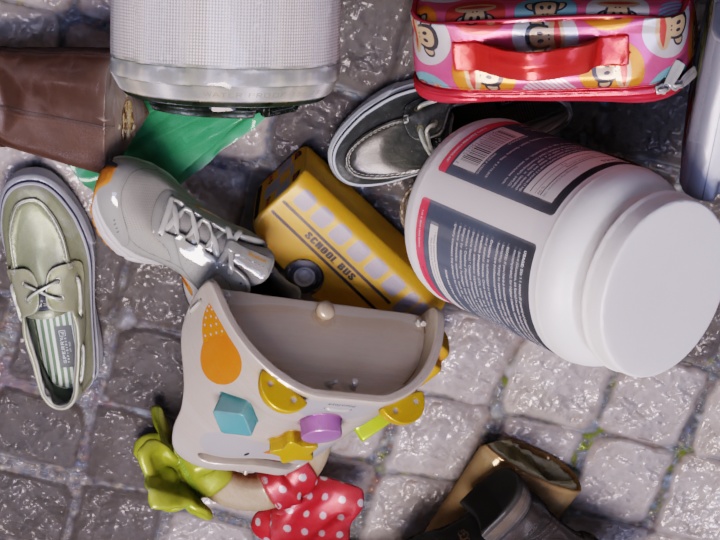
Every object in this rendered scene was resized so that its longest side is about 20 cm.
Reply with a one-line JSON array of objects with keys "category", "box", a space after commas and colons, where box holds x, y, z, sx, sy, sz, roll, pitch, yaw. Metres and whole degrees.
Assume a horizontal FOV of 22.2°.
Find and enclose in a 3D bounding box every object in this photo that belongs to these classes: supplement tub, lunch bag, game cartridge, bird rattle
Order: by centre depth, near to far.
[{"category": "supplement tub", "box": [0.139, -0.017, 1.276, 0.140, 0.199, 0.141, -17, 118, -35]}, {"category": "lunch bag", "box": [0.135, -0.170, 1.279, 0.198, 0.176, 0.083, 1, 117, 11]}, {"category": "game cartridge", "box": [0.254, -0.150, 1.286, 0.041, 0.200, 0.134, 14, 119, 5]}, {"category": "bird rattle", "box": [-0.084, 0.154, 1.512, 0.198, 0.113, 0.164, 16, 102, -11]}]

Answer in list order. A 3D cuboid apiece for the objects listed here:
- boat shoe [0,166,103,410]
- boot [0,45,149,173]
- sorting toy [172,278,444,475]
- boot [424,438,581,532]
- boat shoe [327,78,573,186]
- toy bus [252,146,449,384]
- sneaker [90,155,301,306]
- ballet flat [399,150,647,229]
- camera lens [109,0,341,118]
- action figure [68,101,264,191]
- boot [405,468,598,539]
[{"category": "boat shoe", "box": [-0.243, 0.017, 1.462, 0.071, 0.062, 0.201, -8, 118, 5]}, {"category": "boot", "box": [-0.258, -0.086, 1.380, 0.198, 0.064, 0.188, 9, 117, 12]}, {"category": "sorting toy", "box": [-0.055, 0.103, 1.398, 0.199, 0.108, 0.180, 8, 145, -28]}, {"category": "boot", "box": [0.065, 0.220, 1.574, 0.174, 0.066, 0.201, 21, 119, -24]}, {"category": "boat shoe", "box": [0.066, -0.109, 1.383, 0.199, 0.071, 0.072, -22, 117, 12]}, {"category": "toy bus", "box": [0.000, 0.000, 1.449, 0.078, 0.065, 0.200, -40, 111, 19]}, {"category": "sneaker", "box": [-0.114, -0.021, 1.368, 0.091, 0.076, 0.200, 3, 152, 40]}, {"category": "ballet flat", "box": [0.130, -0.055, 1.420, 0.198, 0.065, 0.071, -2, 87, 6]}, {"category": "camera lens", "box": [-0.091, -0.210, 1.251, 0.158, 0.160, 0.202, 2, 102, 0]}, {"category": "action figure", "box": [-0.131, -0.121, 1.389, 0.199, 0.055, 0.118, -30, 113, 20]}, {"category": "boot", "box": [0.122, 0.269, 1.539, 0.200, 0.069, 0.174, -41, 122, 14]}]
